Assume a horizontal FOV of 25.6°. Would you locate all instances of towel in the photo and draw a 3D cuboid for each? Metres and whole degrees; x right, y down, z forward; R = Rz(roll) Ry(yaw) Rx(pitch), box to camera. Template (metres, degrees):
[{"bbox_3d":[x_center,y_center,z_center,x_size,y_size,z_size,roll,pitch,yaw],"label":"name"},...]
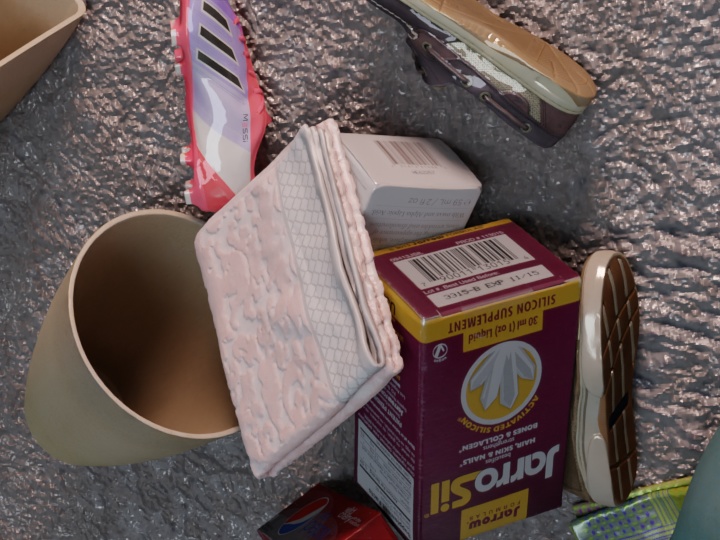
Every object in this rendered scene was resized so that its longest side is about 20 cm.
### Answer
[{"bbox_3d":[0.259,0.256,1.220,0.143,0.023,0.201,-19,103,30],"label":"towel"},{"bbox_3d":[-0.052,0.022,1.131,0.191,0.032,0.201,-42,56,47],"label":"towel"}]

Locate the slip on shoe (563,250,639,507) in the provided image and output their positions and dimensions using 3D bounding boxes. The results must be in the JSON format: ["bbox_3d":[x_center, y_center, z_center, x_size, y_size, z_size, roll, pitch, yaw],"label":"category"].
[{"bbox_3d":[0.166,0.079,1.161,0.060,0.076,0.201,10,122,31],"label":"slip on shoe"}]

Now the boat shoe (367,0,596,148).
[{"bbox_3d":[0.066,-0.154,1.101,0.199,0.072,0.065,31,116,2],"label":"boat shoe"}]

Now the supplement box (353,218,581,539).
[{"bbox_3d":[0.073,0.082,1.137,0.103,0.130,0.201,44,142,50],"label":"supplement box"}]

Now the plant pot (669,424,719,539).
[{"bbox_3d":[0.314,0.153,1.060,0.199,0.200,0.189,15,103,17],"label":"plant pot"}]

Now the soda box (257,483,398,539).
[{"bbox_3d":[-0.019,0.220,1.233,0.070,0.200,0.064,-35,98,-13],"label":"soda box"}]

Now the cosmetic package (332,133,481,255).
[{"bbox_3d":[0.000,0.000,1.169,0.074,0.101,0.201,53,132,42],"label":"cosmetic package"}]

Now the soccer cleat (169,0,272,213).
[{"bbox_3d":[-0.103,-0.140,1.195,0.076,0.067,0.202,-4,108,-6],"label":"soccer cleat"}]

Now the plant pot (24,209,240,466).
[{"bbox_3d":[-0.189,0.079,1.267,0.188,0.187,0.200,50,136,-3],"label":"plant pot"}]

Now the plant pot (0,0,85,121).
[{"bbox_3d":[-0.368,-0.164,1.229,0.200,0.200,0.177,38,133,5],"label":"plant pot"}]
